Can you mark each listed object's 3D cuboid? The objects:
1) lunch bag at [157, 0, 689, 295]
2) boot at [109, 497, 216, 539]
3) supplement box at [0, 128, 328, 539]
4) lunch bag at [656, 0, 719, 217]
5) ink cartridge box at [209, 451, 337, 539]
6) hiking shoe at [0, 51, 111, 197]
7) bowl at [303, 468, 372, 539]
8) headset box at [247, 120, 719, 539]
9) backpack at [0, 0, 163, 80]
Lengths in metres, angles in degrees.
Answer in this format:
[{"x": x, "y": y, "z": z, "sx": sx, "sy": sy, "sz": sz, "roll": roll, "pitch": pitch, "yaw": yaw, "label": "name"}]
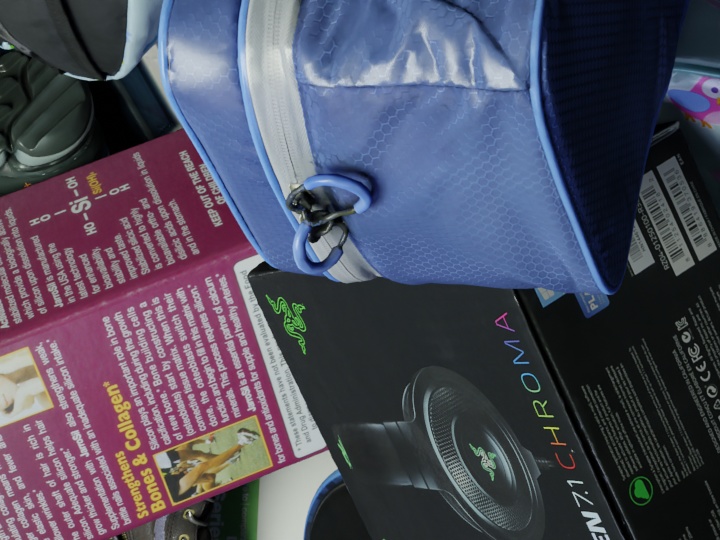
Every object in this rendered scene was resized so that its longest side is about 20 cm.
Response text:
[{"x": 0.019, "y": -0.085, "z": 0.576, "sx": 0.132, "sy": 0.200, "sz": 0.136, "roll": 5, "pitch": 148, "yaw": 22, "label": "lunch bag"}, {"x": -0.084, "y": 0.143, "z": 0.961, "sx": 0.200, "sy": 0.174, "sz": 0.069, "roll": -15, "pitch": -175, "yaw": 22, "label": "boot"}, {"x": -0.114, "y": 0.035, "z": 0.836, "sx": 0.200, "sy": 0.103, "sz": 0.131, "roll": -21, "pitch": 130, "yaw": -8, "label": "supplement box"}, {"x": 0.164, "y": -0.041, "z": 0.712, "sx": 0.160, "sy": 0.077, "sz": 0.200, "roll": 13, "pitch": 150, "yaw": 13, "label": "lunch bag"}, {"x": 0.008, "y": 0.150, "z": 1.069, "sx": 0.200, "sy": 0.084, "sz": 0.145, "roll": 0, "pitch": 159, "yaw": 7, "label": "ink cartridge box"}, {"x": -0.209, "y": -0.052, "z": 0.880, "sx": 0.200, "sy": 0.074, "sz": 0.087, "roll": 5, "pitch": 149, "yaw": 18, "label": "hiking shoe"}, {"x": 0.044, "y": 0.173, "z": 0.902, "sx": 0.201, "sy": 0.039, "sz": 0.201, "roll": 31, "pitch": 133, "yaw": 40, "label": "bowl"}, {"x": 0.063, "y": 0.051, "z": 0.719, "sx": 0.200, "sy": 0.093, "sz": 0.174, "roll": -6, "pitch": 111, "yaw": 61, "label": "headset box"}, {"x": -0.101, "y": -0.149, "z": 0.595, "sx": 0.163, "sy": 0.154, "sz": 0.200, "roll": 22, "pitch": 137, "yaw": 16, "label": "backpack"}]
